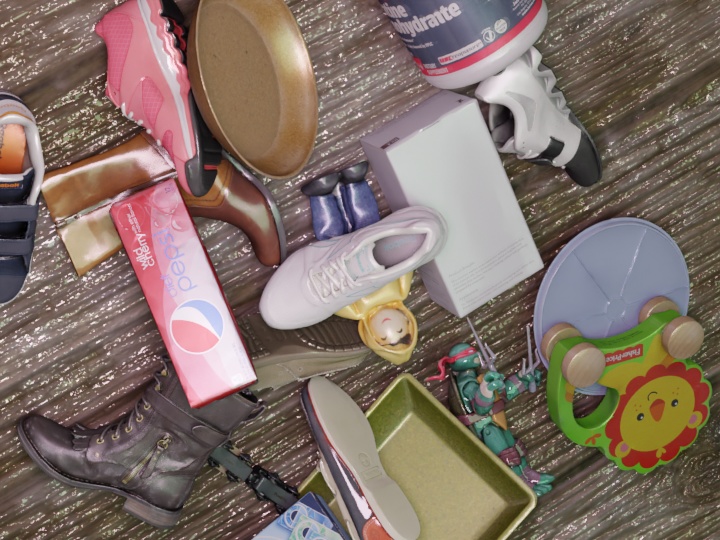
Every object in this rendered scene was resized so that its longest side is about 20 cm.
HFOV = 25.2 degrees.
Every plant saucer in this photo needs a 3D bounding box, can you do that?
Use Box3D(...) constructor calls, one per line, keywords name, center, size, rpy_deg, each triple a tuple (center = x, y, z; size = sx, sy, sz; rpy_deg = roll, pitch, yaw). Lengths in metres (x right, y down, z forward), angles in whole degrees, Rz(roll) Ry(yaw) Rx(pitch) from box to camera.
Box3D(name="plant saucer", center=(0.053, 0.245, 1.664), size=(0.200, 0.200, 0.048), rpy_deg=(-48, 159, 0))
Box3D(name="plant saucer", center=(-0.106, -0.181, 1.501), size=(0.200, 0.035, 0.202), rpy_deg=(30, 55, -54))

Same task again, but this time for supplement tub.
Box3D(name="supplement tub", center=(0.079, -0.290, 1.539), size=(0.140, 0.140, 0.201), rpy_deg=(-38, 113, -9))

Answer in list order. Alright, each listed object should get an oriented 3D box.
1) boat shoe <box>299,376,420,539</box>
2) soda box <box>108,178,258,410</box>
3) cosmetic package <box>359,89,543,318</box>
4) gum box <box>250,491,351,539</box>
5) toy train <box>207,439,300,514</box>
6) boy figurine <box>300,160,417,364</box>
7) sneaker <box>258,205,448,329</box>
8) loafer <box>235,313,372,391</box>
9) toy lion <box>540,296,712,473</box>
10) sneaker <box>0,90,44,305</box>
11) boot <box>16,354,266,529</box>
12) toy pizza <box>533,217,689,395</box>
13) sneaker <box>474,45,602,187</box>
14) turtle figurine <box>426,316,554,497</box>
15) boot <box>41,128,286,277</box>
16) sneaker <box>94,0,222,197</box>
Box3D(name="boat shoe", center=(-0.012, 0.203, 1.633), size=(0.071, 0.201, 0.063), rpy_deg=(-8, 152, -51))
Box3D(name="soda box", center=(-0.161, 0.023, 1.472), size=(0.069, 0.063, 0.202), rpy_deg=(-23, 85, -5))
Box3D(name="cosmetic package", center=(0.094, -0.069, 1.635), size=(0.112, 0.081, 0.202), rpy_deg=(-29, 111, -13))
Box3D(name="gum box", center=(-0.074, 0.353, 1.619), size=(0.200, 0.170, 0.045), rpy_deg=(-40, 157, 3))
Box3D(name="toy train", center=(-0.140, 0.185, 1.626), size=(0.200, 0.046, 0.034), rpy_deg=(39, 87, -26))
Box3D(name="boy figurine", center=(0.000, 0.000, 1.596), size=(0.123, 0.064, 0.202), rpy_deg=(-17, 88, -16))
Box3D(name="sneaker", center=(-0.011, -0.005, 1.526), size=(0.199, 0.080, 0.071), rpy_deg=(-28, 92, 7))
Box3D(name="loafer", center=(-0.074, 0.078, 1.613), size=(0.198, 0.076, 0.069), rpy_deg=(-6, 145, -30))
Box3D(name="toy lion", center=(0.294, 0.137, 1.751), size=(0.198, 0.069, 0.194), rpy_deg=(-13, 119, -20))
Box3D(name="sneaker", center=(-0.332, -0.059, 1.471), size=(0.078, 0.079, 0.202), rpy_deg=(-2, 106, -21))
Box3D(name="boot", center=(-0.209, 0.137, 1.537), size=(0.199, 0.069, 0.175), rpy_deg=(28, 108, -10))
Box3D(name="toy pizza", center=(0.272, 0.038, 1.756), size=(0.198, 0.032, 0.203), rpy_deg=(-8, 109, -22))
Box3D(name="sneaker", center=(0.176, -0.141, 1.641), size=(0.089, 0.074, 0.200), rpy_deg=(-45, 127, -6))
Box3D(name="turtle figurine", center=(0.144, 0.142, 1.699), size=(0.100, 0.149, 0.202), rpy_deg=(-21, 91, 28))
Box3D(name="boot", center=(-0.185, -0.048, 1.537), size=(0.199, 0.068, 0.190), rpy_deg=(-30, 112, -11))
Box3D(name="sneaker", center=(-0.189, -0.157, 1.487), size=(0.086, 0.074, 0.202), rpy_deg=(-19, 82, 12))
